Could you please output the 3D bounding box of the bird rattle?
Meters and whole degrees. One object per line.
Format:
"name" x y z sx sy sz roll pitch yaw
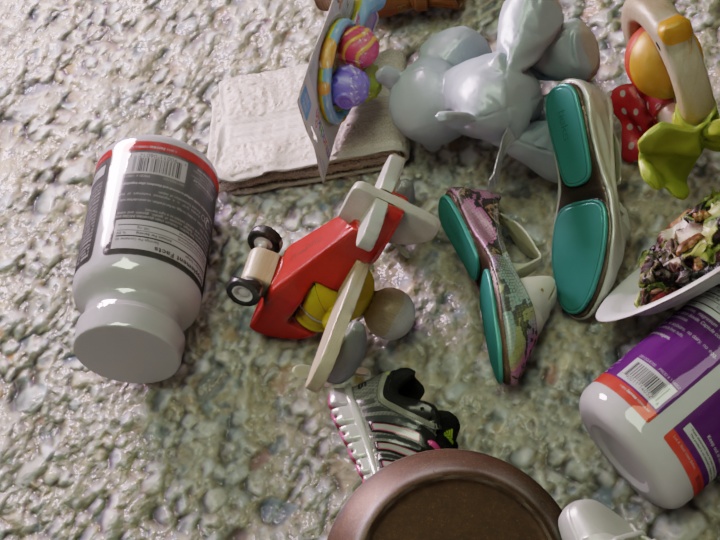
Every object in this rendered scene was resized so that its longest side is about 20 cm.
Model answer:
"bird rattle" 0.259 -0.154 1.371 0.112 0.164 0.200 -17 26 4

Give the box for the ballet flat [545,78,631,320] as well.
"ballet flat" 0.196 -0.060 1.395 0.069 0.069 0.202 -6 83 16

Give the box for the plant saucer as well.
"plant saucer" 0.070 0.225 1.214 0.198 0.035 0.202 2 71 -5

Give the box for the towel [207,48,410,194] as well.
"towel" -0.050 -0.142 1.577 0.198 0.035 0.133 -10 54 13

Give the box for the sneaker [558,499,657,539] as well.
"sneaker" 0.226 0.218 1.177 0.200 0.072 0.085 45 122 30

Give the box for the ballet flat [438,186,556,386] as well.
"ballet flat" 0.122 0.005 1.396 0.070 0.069 0.201 -9 51 -10

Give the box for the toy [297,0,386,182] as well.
"toy" -0.003 -0.192 1.504 0.047 0.115 0.201 4 57 16

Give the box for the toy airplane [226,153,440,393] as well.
"toy airplane" 0.000 0.000 1.391 0.200 0.141 0.199 -50 21 -1

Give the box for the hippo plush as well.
"hippo plush" 0.110 -0.140 1.475 0.160 0.160 0.201 -2 45 50

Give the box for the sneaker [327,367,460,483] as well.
"sneaker" 0.046 0.150 1.307 0.087 0.074 0.201 -31 48 1

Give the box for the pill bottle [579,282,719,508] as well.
"pill bottle" 0.268 0.078 1.253 0.200 0.113 0.112 -38 52 -9

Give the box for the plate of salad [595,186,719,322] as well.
"plate of salad" 0.262 -0.024 1.297 0.199 0.200 0.048 -33 95 -5

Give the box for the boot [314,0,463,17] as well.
"boot" 0.048 -0.336 1.658 0.153 0.074 0.202 3 69 24

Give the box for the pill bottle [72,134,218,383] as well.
"pill bottle" -0.193 -0.010 1.483 0.115 0.116 0.201 -6 55 16
